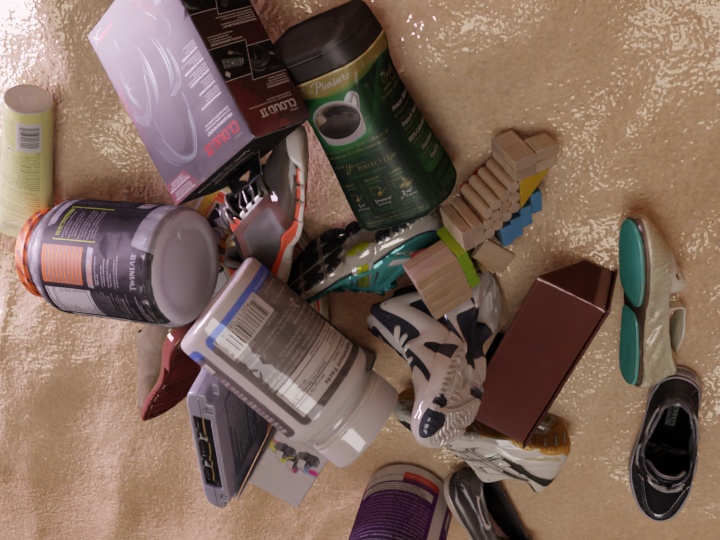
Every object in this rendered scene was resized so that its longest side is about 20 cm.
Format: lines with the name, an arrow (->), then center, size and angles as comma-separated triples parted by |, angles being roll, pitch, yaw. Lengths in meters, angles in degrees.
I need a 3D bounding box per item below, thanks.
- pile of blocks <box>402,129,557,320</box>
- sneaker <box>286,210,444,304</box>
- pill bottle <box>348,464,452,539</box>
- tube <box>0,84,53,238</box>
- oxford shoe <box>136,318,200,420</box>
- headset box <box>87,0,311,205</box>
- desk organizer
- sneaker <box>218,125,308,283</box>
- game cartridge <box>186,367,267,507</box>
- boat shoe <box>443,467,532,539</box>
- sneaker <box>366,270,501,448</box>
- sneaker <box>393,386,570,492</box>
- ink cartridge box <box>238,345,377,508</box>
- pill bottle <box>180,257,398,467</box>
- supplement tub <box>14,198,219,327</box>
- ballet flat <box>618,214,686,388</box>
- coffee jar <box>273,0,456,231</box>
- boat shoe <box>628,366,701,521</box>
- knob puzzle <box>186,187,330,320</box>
pile of blocks -> 0.114, -0.050, 1.043 | 0.082, 0.062, 0.201 | 27, 108, -40
sneaker -> 0.000, 0.000, 1.110 | 0.198, 0.078, 0.080 | -25, 125, 24
pill bottle -> 0.035, 0.329, 1.247 | 0.109, 0.201, 0.113 | 9, 126, 12
tube -> -0.360, -0.105, 1.180 | 0.058, 0.051, 0.202 | 49, 141, 31
oxford shoe -> -0.228, 0.101, 1.275 | 0.075, 0.070, 0.201 | 50, 137, 20
headset box -> -0.143, -0.166, 0.983 | 0.148, 0.077, 0.203 | -29, 88, 48
desk organizer -> 0.178, 0.077, 1.108 | 0.076, 0.072, 0.202 | 25, 127, 3
sneaker -> -0.096, -0.058, 1.060 | 0.080, 0.078, 0.202 | 9, 135, -8
game cartridge -> -0.143, 0.154, 1.224 | 0.040, 0.134, 0.202 | 15, 136, 16
boat shoe -> 0.167, 0.312, 1.274 | 0.056, 0.067, 0.201 | -18, 113, 39
sneaker -> 0.055, 0.084, 1.084 | 0.128, 0.202, 0.080 | -4, 144, 33
sneaker -> 0.126, 0.192, 1.201 | 0.196, 0.076, 0.089 | 17, 127, 7
ink cartridge box -> -0.061, 0.178, 1.229 | 0.067, 0.116, 0.201 | 28, 128, -3
pill bottle -> -0.066, 0.093, 1.066 | 0.199, 0.114, 0.114 | 41, 126, -8
supplement tub -> -0.257, -0.011, 1.148 | 0.197, 0.123, 0.124 | 6, 126, 29
ballet flat -> 0.282, 0.025, 1.055 | 0.061, 0.068, 0.203 | -13, 127, -7
coffee jar -> 0.003, -0.142, 1.006 | 0.103, 0.086, 0.202 | -13, 119, 34
boat shoe -> 0.320, 0.199, 1.146 | 0.070, 0.068, 0.203 | 10, 126, 12
knob puzzle -> -0.121, 0.014, 1.189 | 0.215, 0.031, 0.223 | 9, 125, 12
